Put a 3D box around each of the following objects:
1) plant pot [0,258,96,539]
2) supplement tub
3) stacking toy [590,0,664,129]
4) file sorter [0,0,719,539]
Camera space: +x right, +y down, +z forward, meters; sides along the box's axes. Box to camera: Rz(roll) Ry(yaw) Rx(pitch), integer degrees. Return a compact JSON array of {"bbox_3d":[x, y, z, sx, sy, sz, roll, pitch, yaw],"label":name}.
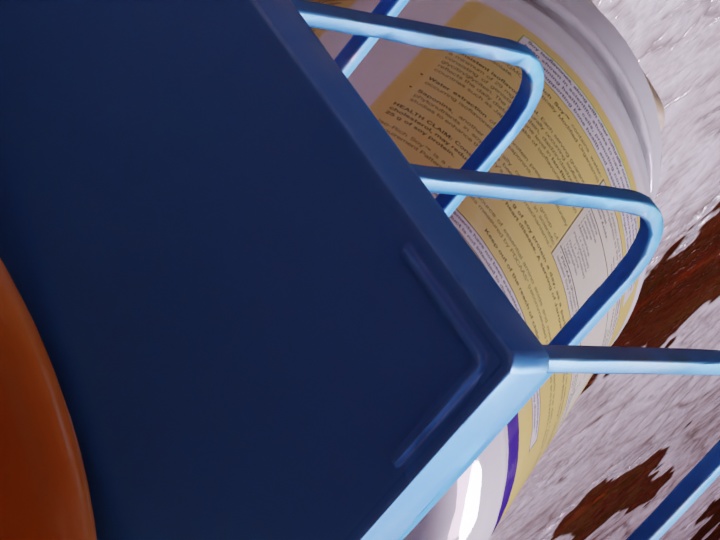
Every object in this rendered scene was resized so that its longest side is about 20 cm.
[{"bbox_3d":[-0.181,0.061,0.514,0.183,0.201,0.200,-32,172,30],"label":"plant pot"},{"bbox_3d":[0.000,0.000,0.807,0.146,0.145,0.200,-52,179,35],"label":"supplement tub"},{"bbox_3d":[0.002,-0.024,0.968,0.200,0.086,0.085,-37,167,11],"label":"stacking toy"},{"bbox_3d":[-0.027,-0.007,0.605,0.122,0.200,0.139,4,133,-50],"label":"file sorter"}]
